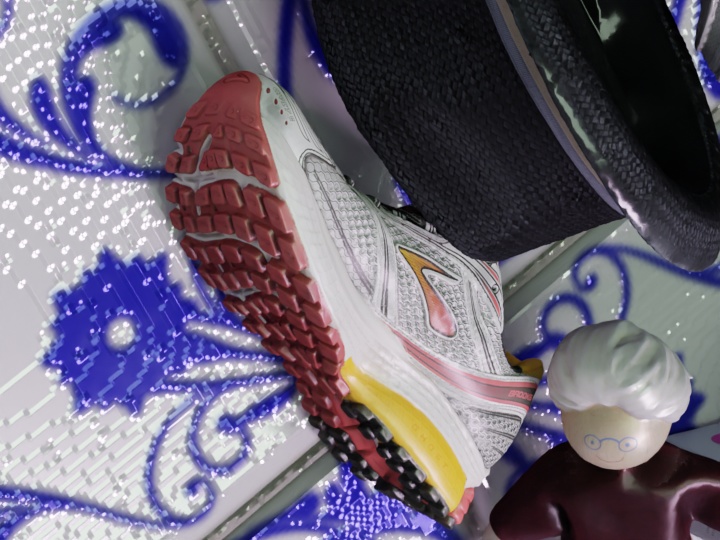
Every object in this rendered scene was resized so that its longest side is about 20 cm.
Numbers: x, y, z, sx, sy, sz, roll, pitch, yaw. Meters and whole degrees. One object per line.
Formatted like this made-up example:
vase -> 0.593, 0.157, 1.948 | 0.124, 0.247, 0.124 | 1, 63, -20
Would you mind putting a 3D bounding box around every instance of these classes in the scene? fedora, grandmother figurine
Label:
fedora -> 0.046, -0.077, 0.982 | 0.091, 0.201, 0.201 | -27, 125, 20
grandmother figurine -> 0.102, 0.103, 1.079 | 0.121, 0.061, 0.200 | -8, 124, 1

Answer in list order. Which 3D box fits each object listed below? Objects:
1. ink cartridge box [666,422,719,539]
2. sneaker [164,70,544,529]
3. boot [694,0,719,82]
ink cartridge box -> 0.252, 0.090, 1.123 | 0.196, 0.200, 0.043 | -11, 109, -32
sneaker -> 0.000, 0.000, 1.015 | 0.082, 0.078, 0.200 | -49, 133, -18
boot -> 0.119, -0.164, 0.997 | 0.095, 0.074, 0.201 | 11, 112, 1
